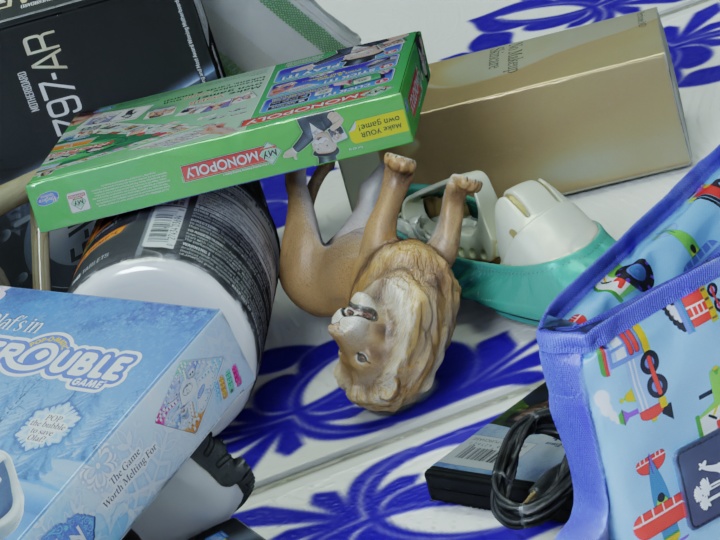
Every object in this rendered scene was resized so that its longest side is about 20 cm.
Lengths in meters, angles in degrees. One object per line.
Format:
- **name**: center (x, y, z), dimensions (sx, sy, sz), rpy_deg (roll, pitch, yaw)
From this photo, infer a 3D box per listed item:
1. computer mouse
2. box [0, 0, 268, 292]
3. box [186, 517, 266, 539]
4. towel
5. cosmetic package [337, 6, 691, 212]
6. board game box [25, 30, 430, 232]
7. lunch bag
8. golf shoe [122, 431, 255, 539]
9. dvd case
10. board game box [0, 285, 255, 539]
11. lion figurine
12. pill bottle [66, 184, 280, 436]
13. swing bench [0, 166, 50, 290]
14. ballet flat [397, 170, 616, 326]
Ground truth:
- **computer mouse**: center (0.120, 0.057, 1.140), dimensions (0.058, 0.034, 0.200), rpy_deg (22, 44, 35)
- **box**: center (-0.148, -0.071, 1.477), dimensions (0.159, 0.201, 0.044), rpy_deg (-14, 32, 3)
- **box**: center (-0.097, 0.177, 1.008), dimensions (0.199, 0.050, 0.158), rpy_deg (-23, 20, -20)
- **towel**: center (-0.109, -0.104, 1.516), dimensions (0.200, 0.149, 0.031), rpy_deg (-40, 35, 17)
- **cosmetic package**: center (0.088, -0.086, 1.524), dimensions (0.198, 0.072, 0.105), rpy_deg (-14, 20, 7)
- **board game box**: center (-0.066, -0.075, 1.366), dimensions (0.198, 0.029, 0.135), rpy_deg (-13, 18, 10)
- **lunch bag**: center (0.136, 0.056, 0.997), dimensions (0.094, 0.152, 0.200), rpy_deg (5, 29, 45)
- **golf shoe**: center (-0.120, 0.118, 1.133), dimensions (0.200, 0.078, 0.095), rpy_deg (-28, 25, 50)
- **dvd case**: center (0.143, 0.059, 1.179), dimensions (0.142, 0.018, 0.200), rpy_deg (5, 28, 44)
- **board game box**: center (-0.175, 0.085, 1.060), dimensions (0.199, 0.044, 0.199), rpy_deg (4, 41, 40)
- **lion figurine**: center (0.000, 0.000, 1.341), dimensions (0.072, 0.123, 0.200), rpy_deg (16, 2, -19)
- **pill bottle**: center (-0.097, 0.008, 1.374), dimensions (0.105, 0.107, 0.200), rpy_deg (-13, 19, 8)
- **swing bench**: center (-0.285, 0.010, 1.378), dimensions (0.198, 0.131, 0.200), rpy_deg (-5, -4, 31)
- **ballet flat**: center (0.074, -0.014, 1.349), dimensions (0.067, 0.071, 0.199), rpy_deg (-32, 25, -32)
